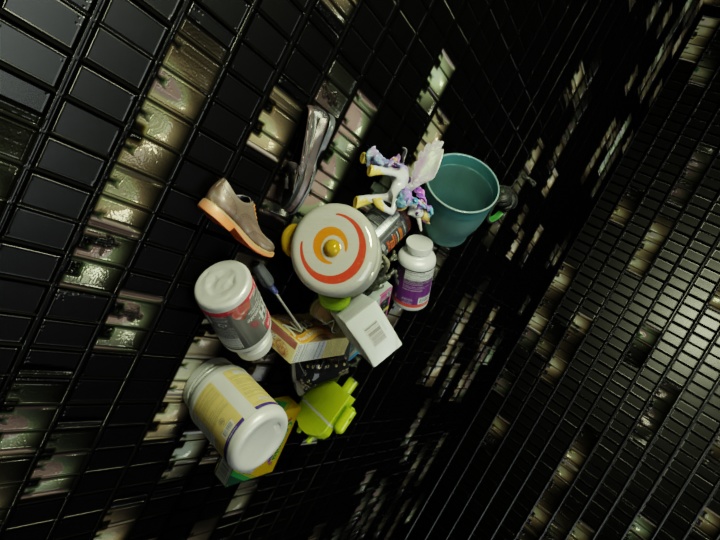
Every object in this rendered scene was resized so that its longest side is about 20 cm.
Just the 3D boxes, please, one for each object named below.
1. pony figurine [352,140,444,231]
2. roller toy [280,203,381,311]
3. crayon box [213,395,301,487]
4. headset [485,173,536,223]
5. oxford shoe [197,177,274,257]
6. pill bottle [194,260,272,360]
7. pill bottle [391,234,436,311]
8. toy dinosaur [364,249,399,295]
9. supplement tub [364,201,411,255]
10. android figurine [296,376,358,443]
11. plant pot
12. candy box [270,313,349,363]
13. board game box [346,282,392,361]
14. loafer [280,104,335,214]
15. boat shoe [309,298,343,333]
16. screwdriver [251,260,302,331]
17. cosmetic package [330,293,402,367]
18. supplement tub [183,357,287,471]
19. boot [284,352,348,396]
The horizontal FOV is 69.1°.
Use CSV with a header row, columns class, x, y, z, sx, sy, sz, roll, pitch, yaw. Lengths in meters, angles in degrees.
class,x,y,z,sx,sy,sz,roll,pitch,yaw
pony figurine,0.090,-0.203,1.179,0.195,0.165,0.200,11,85,-29
roller toy,-0.050,-0.040,1.075,0.181,0.202,0.140,-36,171,3
crayon box,-0.256,0.425,1.317,0.171,0.058,0.204,10,108,-56
headset,0.505,-0.241,1.786,0.202,0.094,0.122,-54,150,14
oxford shoe,-0.205,-0.089,0.948,0.074,0.070,0.200,-57,148,-9
pill bottle,-0.235,0.087,1.012,0.110,0.110,0.203,-42,145,-23
pill bottle,0.153,0.006,1.485,0.111,0.111,0.205,-28,137,-38
toy dinosaur,0.054,0.004,1.229,0.087,0.048,0.201,-33,163,-30
supplement tub,0.024,-0.073,1.245,0.200,0.106,0.108,-45,146,-19
android figurine,-0.093,0.353,1.370,0.202,0.180,0.041,-54,139,-10
plant pot,0.251,-0.174,1.415,0.199,0.199,0.190,-38,159,-28
candy box,-0.125,0.152,1.216,0.198,0.114,0.057,3,115,-55
board game box,0.007,0.127,1.402,0.146,0.064,0.203,-36,152,-31
loafer,-0.115,-0.210,0.986,0.062,0.071,0.205,22,93,-38
boat shoe,-0.025,0.117,1.239,0.195,0.063,0.075,16,115,-20
screwdriver,-0.167,0.057,1.101,0.029,0.028,0.202,-31,123,6
cosmetic package,0.004,0.116,1.119,0.080,0.200,0.114,-35,101,-10
supplement tub,-0.257,0.287,1.065,0.144,0.198,0.148,-33,141,-32
boot,-0.108,0.228,1.296,0.147,0.074,0.203,-19,141,-11
